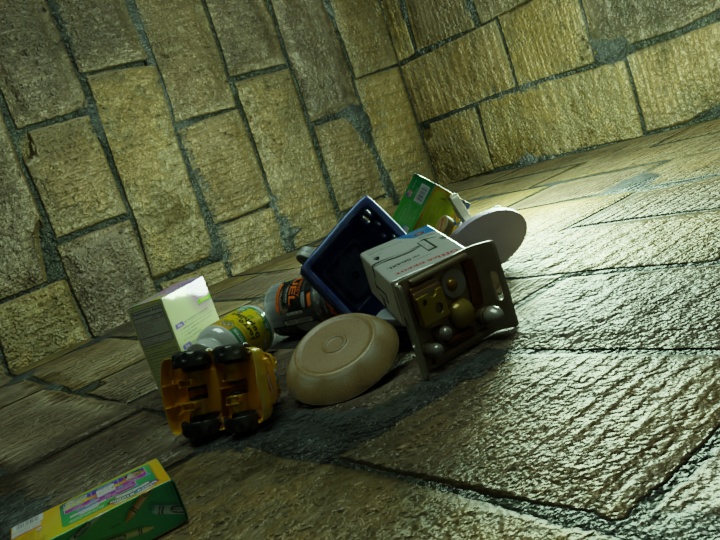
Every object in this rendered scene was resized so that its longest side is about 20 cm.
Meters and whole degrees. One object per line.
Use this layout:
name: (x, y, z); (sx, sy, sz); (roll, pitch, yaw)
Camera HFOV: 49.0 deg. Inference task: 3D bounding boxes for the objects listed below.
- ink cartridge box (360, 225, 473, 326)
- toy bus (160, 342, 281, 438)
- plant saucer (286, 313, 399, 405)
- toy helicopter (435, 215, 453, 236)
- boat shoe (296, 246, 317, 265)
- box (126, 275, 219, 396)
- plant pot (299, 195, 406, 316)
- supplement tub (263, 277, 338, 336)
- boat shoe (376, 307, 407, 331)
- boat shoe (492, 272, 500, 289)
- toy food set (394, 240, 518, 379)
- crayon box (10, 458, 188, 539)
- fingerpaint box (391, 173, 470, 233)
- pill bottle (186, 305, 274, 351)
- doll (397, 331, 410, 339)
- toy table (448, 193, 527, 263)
ink cartridge box: (0.098, 0.004, 1.343); (0.144, 0.086, 0.200); (-22, 18, -9)
toy bus: (-0.197, 0.187, 1.297); (0.197, 0.138, 0.191); (-12, -5, 30)
plant saucer: (-0.035, 0.129, 1.272); (0.197, 0.036, 0.202); (-18, 32, 12)
toy helicopter: (0.142, -0.021, 1.670); (0.078, 0.202, 0.132); (23, 14, -21)
boat shoe: (-0.047, -0.023, 1.759); (0.198, 0.066, 0.074); (13, -18, -19)
box: (-0.386, 0.139, 1.711); (0.095, 0.203, 0.176); (-15, 10, 23)
plant pot: (0.000, 0.000, 1.577); (0.200, 0.200, 0.180); (-47, 6, -11)
supplement tub: (-0.109, 0.073, 1.753); (0.197, 0.125, 0.122); (-14, 10, 35)
boat shoe: (0.120, 0.084, 1.325); (0.197, 0.058, 0.069); (-8, 21, 28)
boat shoe: (0.171, 0.046, 1.485); (0.197, 0.073, 0.065); (-26, -6, 0)
toy food set: (0.148, 0.056, 1.197); (0.198, 0.146, 0.060); (-24, 10, -32)
crayon box: (-0.321, 0.311, 0.967); (0.197, 0.059, 0.118); (-23, 9, -22)
fingerpaint box: (0.142, -0.097, 1.803); (0.073, 0.202, 0.166); (32, 9, 37)
pill bottle: (-0.274, 0.155, 1.652); (0.111, 0.115, 0.200); (-15, 9, 29)
doll: (0.029, 0.119, 1.386); (0.134, 0.049, 0.199); (1, 17, 31)
toy table: (0.256, -0.075, 1.743); (0.197, 0.187, 0.117); (-19, 24, -7)
